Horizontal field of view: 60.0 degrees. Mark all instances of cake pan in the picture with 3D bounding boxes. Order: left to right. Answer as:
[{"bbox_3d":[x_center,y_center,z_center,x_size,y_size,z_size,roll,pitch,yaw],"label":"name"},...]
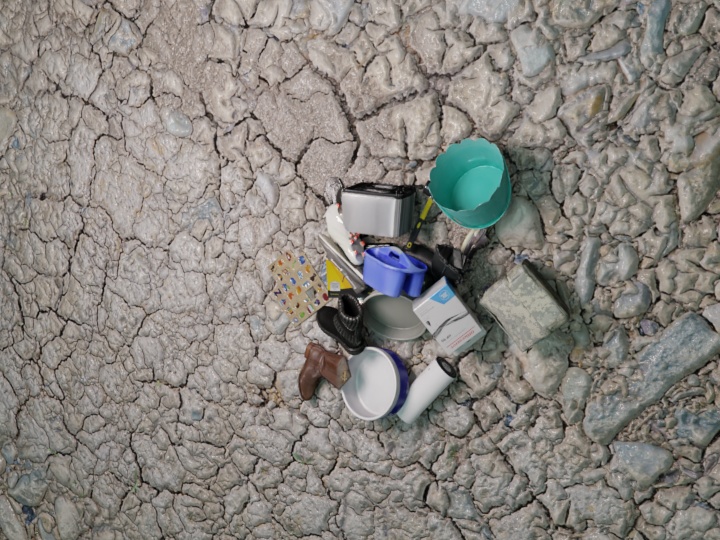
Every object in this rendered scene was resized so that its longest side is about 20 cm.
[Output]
[{"bbox_3d":[0.095,0.120,1.750,0.194,0.037,0.203,12,139,10],"label":"cake pan"}]

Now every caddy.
[{"bbox_3d":[0.088,-0.007,1.637,0.199,0.138,0.108,32,115,54],"label":"caddy"}]

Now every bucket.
[{"bbox_3d":[0.288,-0.216,1.591,0.202,0.134,0.214,-12,66,27],"label":"bucket"}]

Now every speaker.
[{"bbox_3d":[0.182,0.344,1.785,0.081,0.081,0.201,42,109,8],"label":"speaker"}]

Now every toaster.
[{"bbox_3d":[0.059,-0.172,1.694,0.194,0.181,0.123,7,107,17],"label":"toaster"}]

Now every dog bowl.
[{"bbox_3d":[0.040,0.325,1.796,0.196,0.078,0.207,-7,79,35],"label":"dog bowl"}]

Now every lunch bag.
[{"bbox_3d":[0.423,0.093,1.626,0.168,0.139,0.201,-43,83,20],"label":"lunch bag"}]

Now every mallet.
[{"bbox_3d":[0.161,-0.151,1.695,0.065,0.041,0.203,32,84,4],"label":"mallet"}]

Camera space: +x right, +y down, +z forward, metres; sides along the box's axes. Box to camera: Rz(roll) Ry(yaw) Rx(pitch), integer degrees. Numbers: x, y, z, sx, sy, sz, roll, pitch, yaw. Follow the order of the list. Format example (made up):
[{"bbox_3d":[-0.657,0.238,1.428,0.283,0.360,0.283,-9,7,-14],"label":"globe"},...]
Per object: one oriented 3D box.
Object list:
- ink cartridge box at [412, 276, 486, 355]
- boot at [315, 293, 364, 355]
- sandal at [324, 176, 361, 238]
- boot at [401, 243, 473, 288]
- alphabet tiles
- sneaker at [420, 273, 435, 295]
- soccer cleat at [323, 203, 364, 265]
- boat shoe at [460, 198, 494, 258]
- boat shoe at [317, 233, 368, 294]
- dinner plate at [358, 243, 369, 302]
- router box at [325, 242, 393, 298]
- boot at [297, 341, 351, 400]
[{"bbox_3d":[0.238,0.134,1.638,0.115,0.068,0.201,-37,103,13],"label":"ink cartridge box"},{"bbox_3d":[-0.059,0.125,1.778,0.209,0.079,0.161,35,146,36],"label":"boot"},{"bbox_3d":[-0.058,-0.171,1.805,0.073,0.045,0.205,-22,91,20],"label":"sandal"},{"bbox_3d":[0.202,-0.028,1.671,0.196,0.163,0.074,36,73,7],"label":"boot"},{"bbox_3d":[-0.198,0.046,1.912,0.166,0.008,0.203,-35,86,21],"label":"alphabet tiles"},{"bbox_3d":[0.222,0.096,1.703,0.103,0.060,0.202,27,153,37],"label":"sneaker"},{"bbox_3d":[-0.045,-0.094,1.742,0.077,0.068,0.204,-39,62,31],"label":"soccer cleat"},{"bbox_3d":[0.322,-0.091,1.670,0.064,0.072,0.204,28,101,17],"label":"boat shoe"},{"bbox_3d":[-0.056,-0.017,1.736,0.200,0.067,0.057,44,105,5],"label":"boat shoe"},{"bbox_3d":[0.013,0.023,1.824,0.194,0.024,0.207,4,101,19],"label":"dinner plate"},{"bbox_3d":[0.000,0.000,1.784,0.194,0.051,0.154,-1,98,18],"label":"router box"},{"bbox_3d":[-0.104,0.324,1.844,0.197,0.063,0.193,17,105,49],"label":"boot"}]
